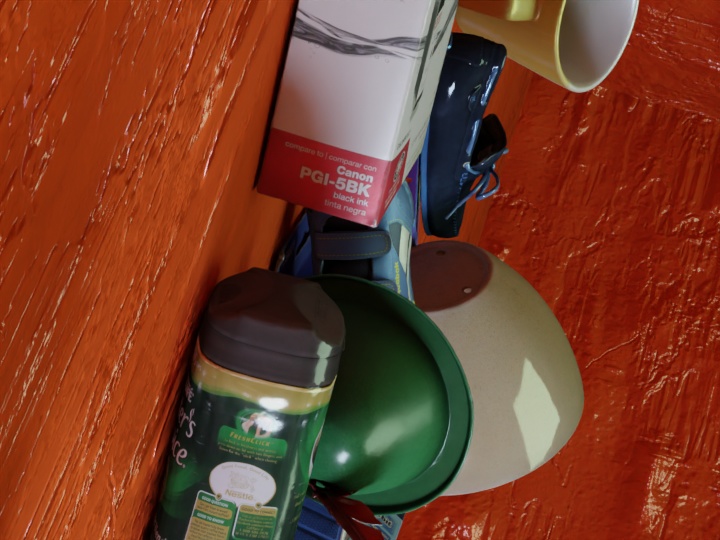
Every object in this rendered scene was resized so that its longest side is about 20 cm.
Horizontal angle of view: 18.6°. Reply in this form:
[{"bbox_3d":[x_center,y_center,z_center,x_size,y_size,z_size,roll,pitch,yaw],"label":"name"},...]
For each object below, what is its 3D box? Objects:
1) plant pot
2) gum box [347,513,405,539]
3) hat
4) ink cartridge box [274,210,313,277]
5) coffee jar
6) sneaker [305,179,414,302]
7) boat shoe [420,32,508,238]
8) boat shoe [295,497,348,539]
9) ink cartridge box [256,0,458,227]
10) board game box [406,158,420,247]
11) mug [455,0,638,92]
[{"bbox_3d":[0.068,0.057,1.703,0.201,0.199,0.135,-67,152,-50],"label":"plant pot"},{"bbox_3d":[-0.053,0.262,1.678,0.170,0.045,0.200,-39,-165,32],"label":"gum box"},{"bbox_3d":[-0.033,0.109,1.340,0.176,0.199,0.167,-35,122,-56],"label":"hat"},{"bbox_3d":[-0.043,0.051,1.619,0.200,0.040,0.201,-61,166,-66],"label":"ink cartridge box"},{"bbox_3d":[-0.068,0.103,1.289,0.104,0.085,0.201,-88,-168,-74],"label":"coffee jar"},{"bbox_3d":[0.000,0.000,1.518,0.082,0.073,0.201,-69,153,-54],"label":"sneaker"},{"bbox_3d":[0.081,-0.094,1.686,0.201,0.068,0.085,90,4,-54],"label":"boat shoe"},{"bbox_3d":[-0.019,0.145,1.615,0.201,0.072,0.072,-60,177,-13],"label":"boat shoe"},{"bbox_3d":[0.009,-0.150,1.359,0.147,0.082,0.201,-60,166,-63],"label":"ink cartridge box"},{"bbox_3d":[0.025,-0.076,1.756,0.200,0.044,0.135,85,8,-74],"label":"board game box"},{"bbox_3d":[0.160,-0.272,2.096,0.150,0.153,0.187,-60,147,-11],"label":"mug"}]
